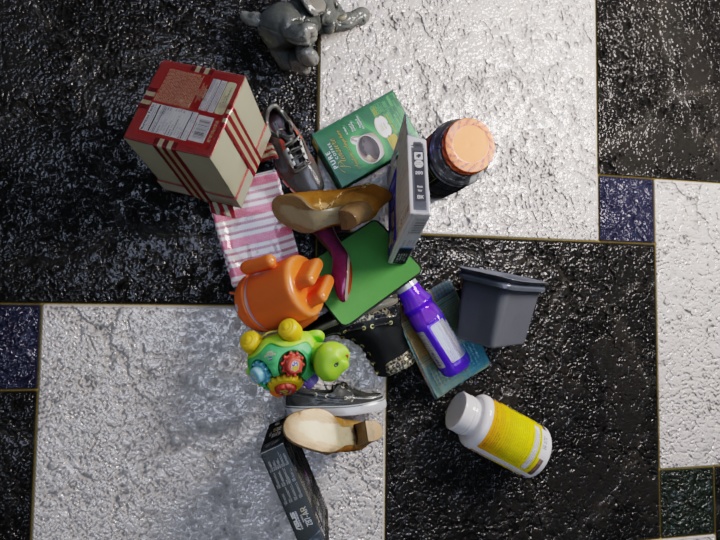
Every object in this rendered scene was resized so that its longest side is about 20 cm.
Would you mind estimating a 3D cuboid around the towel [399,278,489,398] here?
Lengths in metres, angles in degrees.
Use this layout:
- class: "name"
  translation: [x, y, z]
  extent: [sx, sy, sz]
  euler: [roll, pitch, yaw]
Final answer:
- class: "towel"
  translation: [0.168, 0.138, 1.092]
  extent: [0.145, 0.022, 0.202]
  euler: [-27, 91, -13]

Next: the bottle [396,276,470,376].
- class: "bottle"
  translation: [0.137, 0.107, 1.035]
  extent: [0.065, 0.084, 0.202]
  euler: [-32, 91, -4]

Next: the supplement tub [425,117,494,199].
- class: "supplement tub"
  translation: [0.171, -0.213, 1.018]
  extent: [0.120, 0.200, 0.125]
  euler: [1, 88, -12]

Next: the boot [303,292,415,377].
- class: "boot"
  translation: [-0.001, 0.143, 1.029]
  extent: [0.201, 0.074, 0.156]
  euler: [-21, 102, -1]

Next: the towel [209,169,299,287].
- class: "towel"
  translation: [-0.203, -0.081, 1.019]
  extent: [0.144, 0.030, 0.203]
  euler: [-16, 91, -12]

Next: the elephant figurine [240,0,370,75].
- class: "elephant figurine"
  translation: [-0.098, -0.492, 1.028]
  extent: [0.140, 0.156, 0.202]
  euler: [17, 67, 32]

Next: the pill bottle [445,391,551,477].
- class: "pill bottle"
  translation: [0.272, 0.322, 1.058]
  extent: [0.198, 0.109, 0.110]
  euler: [29, 82, -9]

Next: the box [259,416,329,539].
- class: "box"
  translation: [-0.113, 0.381, 0.946]
  extent: [0.043, 0.160, 0.203]
  euler: [-23, 93, -4]

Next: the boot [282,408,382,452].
- class: "boot"
  translation: [-0.072, 0.301, 0.950]
  extent: [0.199, 0.144, 0.072]
  euler: [12, 59, -31]

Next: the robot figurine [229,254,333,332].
- class: "robot figurine"
  translation: [-0.144, 0.045, 0.958]
  extent: [0.198, 0.143, 0.119]
  euler: [-19, 67, 27]

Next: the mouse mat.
- class: "mouse mat"
  translation: [0.000, 0.000, 1.021]
  extent: [0.199, 0.008, 0.161]
  euler: [-34, 63, -15]

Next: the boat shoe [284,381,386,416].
- class: "boat shoe"
  translation: [-0.047, 0.245, 1.017]
  extent: [0.196, 0.069, 0.058]
  euler: [-1, 87, -10]

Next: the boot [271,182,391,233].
- class: "boot"
  translation: [-0.052, -0.125, 0.998]
  extent: [0.198, 0.144, 0.072]
  euler: [10, 119, 26]

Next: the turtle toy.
- class: "turtle toy"
  translation: [-0.113, 0.161, 0.935]
  extent: [0.197, 0.146, 0.102]
  euler: [-17, 54, 12]

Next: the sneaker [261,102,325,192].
- class: "sneaker"
  translation: [-0.134, -0.227, 1.014]
  extent: [0.077, 0.082, 0.202]
  euler: [-34, 94, -11]

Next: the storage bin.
- class: "storage bin"
  translation: [0.261, 0.072, 1.042]
  extent: [0.199, 0.144, 0.137]
  euler: [6, 97, -51]

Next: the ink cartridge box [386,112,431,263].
- class: "ink cartridge box"
  translation: [0.083, -0.143, 0.970]
  extent: [0.043, 0.199, 0.203]
  euler: [2, 67, -7]

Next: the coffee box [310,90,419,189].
- class: "coffee box"
  translation: [0.011, -0.260, 1.066]
  extent: [0.199, 0.044, 0.124]
  euler: [-33, 93, -12]

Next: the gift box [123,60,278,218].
- class: "gift box"
  translation: [-0.258, -0.215, 0.915]
  extent: [0.197, 0.187, 0.187]
  euler: [19, 73, 11]

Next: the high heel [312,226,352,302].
- class: "high heel"
  translation: [-0.065, -0.028, 1.001]
  extent: [0.094, 0.068, 0.203]
  euler: [-5, 55, 3]
